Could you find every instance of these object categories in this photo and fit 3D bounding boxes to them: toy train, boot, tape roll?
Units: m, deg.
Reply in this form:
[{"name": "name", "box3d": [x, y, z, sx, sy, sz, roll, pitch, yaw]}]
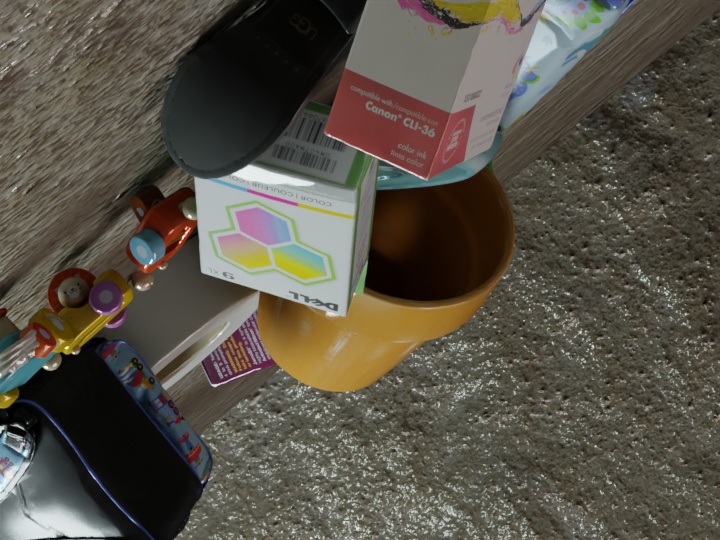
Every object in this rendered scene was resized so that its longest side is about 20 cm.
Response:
[{"name": "toy train", "box3d": [-0.188, 0.010, 1.060, 0.200, 0.056, 0.150, -40, 174, -38]}, {"name": "boot", "box3d": [-0.013, -0.136, 0.942, 0.200, 0.069, 0.174, -44, 173, 23]}, {"name": "tape roll", "box3d": [-0.177, 0.053, 1.409, 0.202, 0.071, 0.202, -40, 176, -3]}]

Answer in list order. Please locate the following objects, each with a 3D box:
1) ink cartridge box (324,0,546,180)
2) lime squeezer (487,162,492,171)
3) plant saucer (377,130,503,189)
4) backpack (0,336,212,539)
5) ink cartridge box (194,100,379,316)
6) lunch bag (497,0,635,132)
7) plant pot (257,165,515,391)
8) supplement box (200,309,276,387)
[{"name": "ink cartridge box", "box3d": [0.059, -0.159, 0.857, 0.116, 0.067, 0.200, -32, 144, -64]}, {"name": "lime squeezer", "box3d": [0.015, -0.104, 1.395, 0.200, 0.071, 0.038, -8, -169, 21]}, {"name": "plant saucer", "box3d": [-0.001, -0.077, 1.111, 0.200, 0.027, 0.200, 0, 177, 0]}, {"name": "backpack", "box3d": [-0.245, 0.162, 1.295, 0.200, 0.183, 0.135, -24, -160, 39]}, {"name": "ink cartridge box", "box3d": [-0.048, -0.030, 1.046, 0.200, 0.104, 0.059, 96, 12, -58]}, {"name": "lunch bag", "box3d": [0.134, -0.216, 1.087, 0.200, 0.127, 0.170, -58, -173, -37]}, {"name": "plant pot", "box3d": [0.000, 0.000, 1.320, 0.200, 0.200, 0.183, -36, 163, -39]}, {"name": "supplement box", "box3d": [-0.055, 0.021, 1.543, 0.200, 0.103, 0.131, -23, -176, 26]}]
